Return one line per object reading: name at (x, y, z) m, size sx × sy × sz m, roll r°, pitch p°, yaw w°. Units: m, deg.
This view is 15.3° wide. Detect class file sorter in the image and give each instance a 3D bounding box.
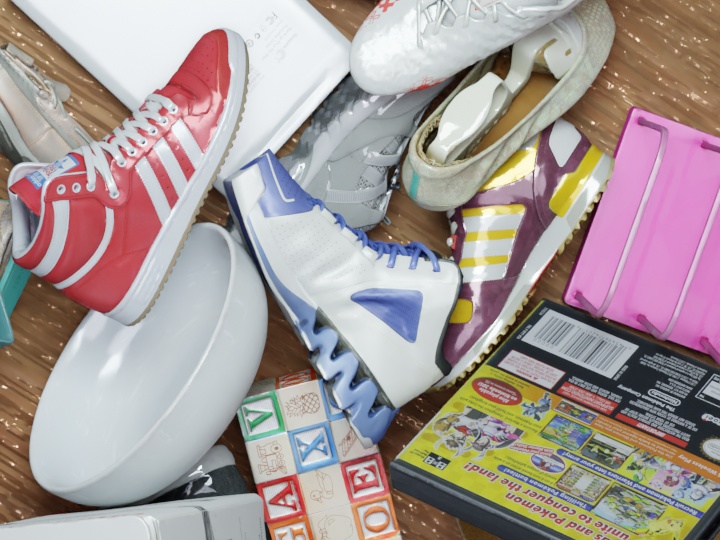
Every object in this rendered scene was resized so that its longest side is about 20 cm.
file sorter at (0.255, -0.005, 1.749) m, size 0.199 × 0.125 × 0.140 m, roll 19°, pitch 96°, yaw -6°

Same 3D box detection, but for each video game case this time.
video game case at (0.149, 0.111, 1.688) m, size 0.199 × 0.181 × 0.026 m, roll 23°, pitch 139°, yaw 30°

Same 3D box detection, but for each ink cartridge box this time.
ink cartridge box at (-0.152, 0.187, 1.608) m, size 0.146 × 0.200 × 0.084 m, roll -7°, pitch 87°, yaw 16°

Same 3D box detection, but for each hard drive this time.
hard drive at (-0.115, -0.161, 1.756) m, size 0.200 × 0.026 × 0.132 m, roll 42°, pitch 93°, yaw -7°

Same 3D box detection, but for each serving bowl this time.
serving bowl at (-0.124, 0.070, 1.707) m, size 0.066 × 0.200 × 0.200 m, roll 37°, pitch 94°, yaw -25°

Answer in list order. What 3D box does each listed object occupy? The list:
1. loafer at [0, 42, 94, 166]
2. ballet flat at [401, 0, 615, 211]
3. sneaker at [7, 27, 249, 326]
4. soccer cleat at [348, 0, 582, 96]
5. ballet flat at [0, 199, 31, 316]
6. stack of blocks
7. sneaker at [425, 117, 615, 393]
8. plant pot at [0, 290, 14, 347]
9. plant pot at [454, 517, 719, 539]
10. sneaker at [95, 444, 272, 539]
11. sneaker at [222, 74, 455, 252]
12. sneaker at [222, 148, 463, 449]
loafer at (-0.204, -0.091, 1.745) m, size 0.063 × 0.072 × 0.201 m, roll -38°, pitch 105°, yaw -15°
ballet flat at (0.100, -0.119, 1.723) m, size 0.067 × 0.062 × 0.200 m, roll 32°, pitch 69°, yaw 19°
sneaker at (-0.151, -0.076, 1.694) m, size 0.112 × 0.071 × 0.201 m, roll 25°, pitch 85°, yaw -27°
soccer cleat at (0.083, -0.171, 1.672) m, size 0.199 × 0.085 × 0.069 m, roll -27°, pitch 96°, yaw -8°
ballet flat at (-0.270, 0.044, 1.760) m, size 0.067 × 0.068 × 0.201 m, roll 23°, pitch 90°, yaw 13°
stack of blocks at (-0.033, 0.171, 1.785) m, size 0.114 × 0.059 × 0.201 m, roll -14°, pitch 98°, yaw -2°
sneaker at (0.081, -0.015, 1.769) m, size 0.090 × 0.075 × 0.201 m, roll 36°, pitch 87°, yaw 2°
plant pot at (-0.352, 0.011, 1.690) m, size 0.199 × 0.141 × 0.142 m, roll -23°, pitch 77°, yaw 20°
plant pot at (0.195, 0.166, 1.752) m, size 0.200 × 0.186 × 0.187 m, roll -36°, pitch 98°, yaw -12°
sneaker at (-0.147, 0.207, 1.742) m, size 0.199 × 0.073 × 0.112 m, roll -32°, pitch 78°, yaw 21°
sneaker at (-0.002, -0.068, 1.760) m, size 0.082 × 0.075 × 0.200 m, roll 41°, pitch 103°, yaw -16°
sneaker at (0.000, 0.001, 1.710) m, size 0.115 × 0.081 × 0.200 m, roll -30°, pitch 100°, yaw -6°
